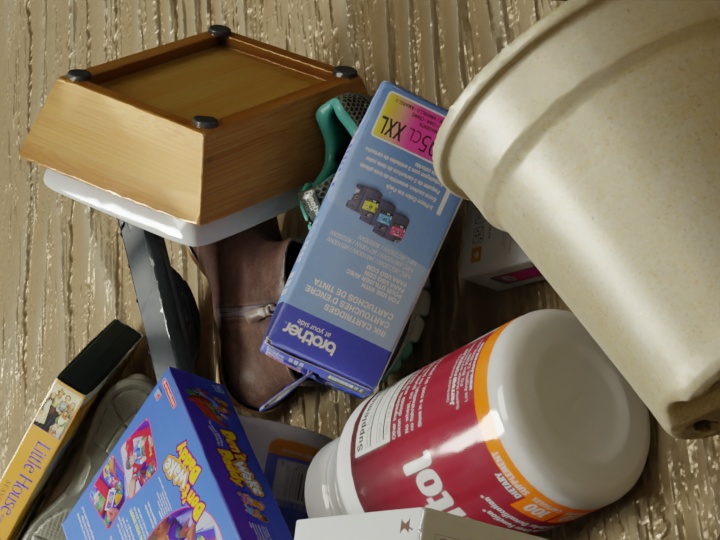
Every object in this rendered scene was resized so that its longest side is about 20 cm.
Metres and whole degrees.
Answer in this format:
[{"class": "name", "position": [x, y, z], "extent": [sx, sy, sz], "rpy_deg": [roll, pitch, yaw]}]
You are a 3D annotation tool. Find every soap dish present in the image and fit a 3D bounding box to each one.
[{"class": "soap dish", "position": [-0.100, -0.094, 1.496], "extent": [0.157, 0.200, 0.082], "rpy_deg": [22, 118, 31]}]

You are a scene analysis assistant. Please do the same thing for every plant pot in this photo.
[{"class": "plant pot", "position": [0.166, -0.027, 1.125], "extent": [0.200, 0.200, 0.184], "rpy_deg": [-45, 64, 34]}]

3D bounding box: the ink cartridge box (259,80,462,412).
[{"class": "ink cartridge box", "position": [0.000, 0.000, 1.354], "extent": [0.136, 0.076, 0.201], "rpy_deg": [126, 167, -84]}]

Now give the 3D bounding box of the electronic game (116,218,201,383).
[{"class": "electronic game", "position": [-0.133, 0.034, 1.576], "extent": [0.200, 0.041, 0.201], "rpy_deg": [166, 90, -84]}]

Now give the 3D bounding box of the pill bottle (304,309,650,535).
[{"class": "pill bottle", "position": [0.060, 0.106, 1.284], "extent": [0.200, 0.112, 0.114], "rpy_deg": [-31, 50, 46]}]

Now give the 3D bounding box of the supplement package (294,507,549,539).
[{"class": "supplement package", "position": [0.069, 0.195, 1.147], "extent": [0.109, 0.199, 0.115], "rpy_deg": [-14, 63, 52]}]

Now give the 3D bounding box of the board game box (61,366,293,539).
[{"class": "board game box", "position": [-0.106, 0.172, 1.348], "extent": [0.135, 0.045, 0.200], "rpy_deg": [-54, 36, 20]}]

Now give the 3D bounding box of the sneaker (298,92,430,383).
[{"class": "sneaker", "position": [-0.005, -0.024, 1.459], "extent": [0.077, 0.091, 0.201], "rpy_deg": [-19, 59, 51]}]

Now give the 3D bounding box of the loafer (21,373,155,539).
[{"class": "loafer", "position": [-0.199, 0.170, 1.686], "extent": [0.201, 0.072, 0.063], "rpy_deg": [-63, 10, 5]}]

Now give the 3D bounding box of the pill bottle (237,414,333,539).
[{"class": "pill bottle", "position": [-0.082, 0.200, 1.446], "extent": [0.112, 0.112, 0.201], "rpy_deg": [-8, 68, 54]}]

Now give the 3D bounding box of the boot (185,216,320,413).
[{"class": "boot", "position": [-0.063, -0.007, 1.529], "extent": [0.166, 0.072, 0.202], "rpy_deg": [152, 114, -67]}]

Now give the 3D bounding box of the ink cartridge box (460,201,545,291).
[{"class": "ink cartridge box", "position": [0.134, -0.052, 1.321], "extent": [0.200, 0.037, 0.095], "rpy_deg": [-17, 60, 54]}]

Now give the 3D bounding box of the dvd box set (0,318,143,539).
[{"class": "dvd box set", "position": [-0.238, 0.143, 1.706], "extent": [0.201, 0.029, 0.146], "rpy_deg": [-59, -1, 19]}]
